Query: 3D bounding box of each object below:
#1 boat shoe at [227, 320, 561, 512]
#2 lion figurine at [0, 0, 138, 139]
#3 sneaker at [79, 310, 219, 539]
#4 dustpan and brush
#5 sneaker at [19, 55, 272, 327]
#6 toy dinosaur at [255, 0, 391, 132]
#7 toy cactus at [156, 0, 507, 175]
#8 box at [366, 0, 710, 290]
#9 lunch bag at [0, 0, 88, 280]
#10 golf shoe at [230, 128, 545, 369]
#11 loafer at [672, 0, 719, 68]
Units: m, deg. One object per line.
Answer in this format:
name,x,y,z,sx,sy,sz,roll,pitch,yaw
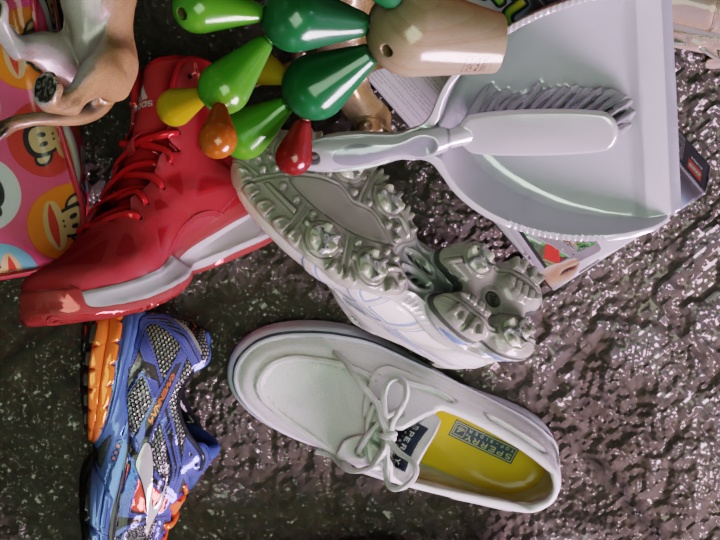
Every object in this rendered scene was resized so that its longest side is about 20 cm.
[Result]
boat shoe,0.022,0.092,1.230,0.202,0.086,0.075,24,103,-11
lion figurine,-0.132,-0.148,1.119,0.072,0.122,0.200,17,88,24
sneaker,-0.118,0.116,1.233,0.078,0.075,0.200,0,107,-8
dustpan and brush,0.064,-0.073,1.145,0.200,0.057,0.140,-2,116,10
sneaker,-0.121,-0.046,1.139,0.078,0.200,0.116,-8,102,27
toy dinosaur,-0.014,-0.139,1.143,0.101,0.058,0.200,6,136,2
toy cactus,-0.008,-0.119,1.068,0.165,0.102,0.200,6,128,-14
box,0.086,-0.093,1.192,0.110,0.035,0.200,-34,107,28
lunch bag,-0.242,-0.087,1.160,0.176,0.082,0.200,-9,107,-2
golf shoe,0.000,0.000,1.197,0.200,0.078,0.097,35,145,-19
loafer,0.184,-0.142,1.197,0.200,0.072,0.063,19,121,-3
